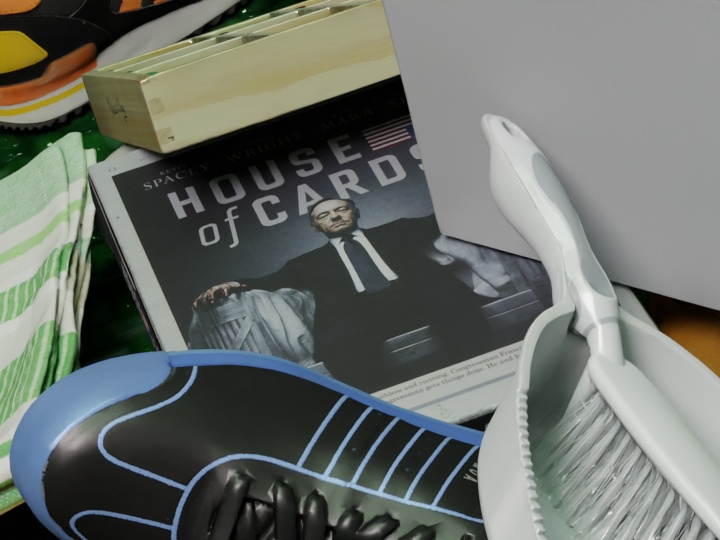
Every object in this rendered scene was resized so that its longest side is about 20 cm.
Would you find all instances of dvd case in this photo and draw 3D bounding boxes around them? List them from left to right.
[{"bbox_3d":[0.000,0.000,0.875,0.149,0.025,0.200,-19,39,-8],"label":"dvd case"}]

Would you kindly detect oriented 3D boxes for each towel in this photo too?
[{"bbox_3d":[-0.163,0.038,0.943,0.152,0.023,0.201,-28,32,15],"label":"towel"}]

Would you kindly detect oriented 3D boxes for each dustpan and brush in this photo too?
[{"bbox_3d":[0.073,0.037,0.744,0.139,0.057,0.200,9,36,-43],"label":"dustpan and brush"}]

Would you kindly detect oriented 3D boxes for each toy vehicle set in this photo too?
[{"bbox_3d":[-0.033,-0.079,0.963,0.123,0.027,0.200,-19,8,-10],"label":"toy vehicle set"}]

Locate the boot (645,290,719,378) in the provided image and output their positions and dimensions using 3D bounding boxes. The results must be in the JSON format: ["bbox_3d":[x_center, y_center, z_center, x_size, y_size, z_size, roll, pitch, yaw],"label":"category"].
[{"bbox_3d":[0.117,0.026,0.898,0.200,0.071,0.144,-18,32,-9],"label":"boot"}]

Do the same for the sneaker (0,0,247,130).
[{"bbox_3d":[-0.104,-0.148,1.142,0.070,0.090,0.200,23,51,36],"label":"sneaker"}]

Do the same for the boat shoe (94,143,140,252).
[{"bbox_3d":[-0.030,0.003,0.954,0.200,0.070,0.072,18,42,28],"label":"boat shoe"}]

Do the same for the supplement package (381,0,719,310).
[{"bbox_3d":[0.114,-0.127,0.815,0.146,0.192,0.200,15,51,29],"label":"supplement package"}]

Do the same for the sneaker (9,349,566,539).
[{"bbox_3d":[0.000,0.075,0.749,0.198,0.071,0.078,10,16,-20],"label":"sneaker"}]
